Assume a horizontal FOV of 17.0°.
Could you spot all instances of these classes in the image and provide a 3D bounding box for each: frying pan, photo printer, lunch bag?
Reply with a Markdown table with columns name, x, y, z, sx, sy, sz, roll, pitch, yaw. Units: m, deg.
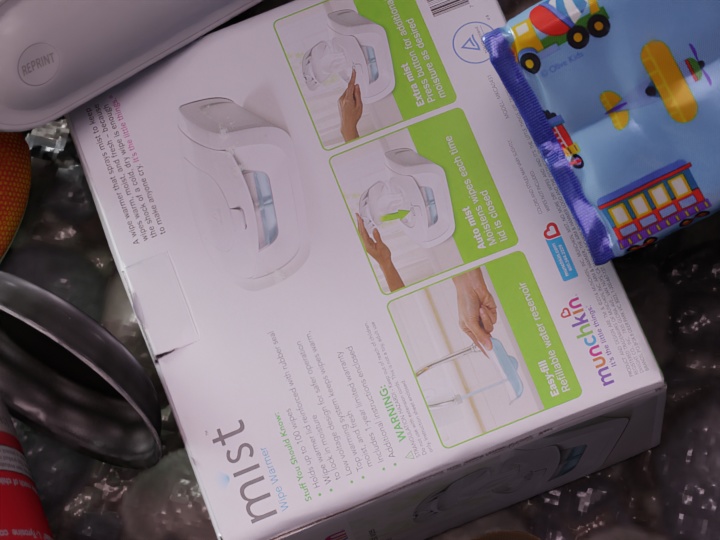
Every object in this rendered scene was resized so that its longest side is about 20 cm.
| name | x | y | z | sx | sy | sz | roll | pitch | yaw |
| --- | --- | --- | --- | --- | --- | --- | --- | --- | --- |
| frying pan | -0.153 | 0.019 | 0.915 | 0.189 | 0.115 | 0.031 | 28 | 67 | 13 |
| photo printer | -0.125 | -0.132 | 0.953 | 0.200 | 0.070 | 0.166 | -33 | 40 | -26 |
| lunch bag | 0.144 | -0.090 | 0.909 | 0.150 | 0.200 | 0.094 | -27 | 95 | 14 |

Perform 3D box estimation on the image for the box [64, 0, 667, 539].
| name | x | y | z | sx | sy | sz | roll | pitch | yaw |
| --- | --- | --- | --- | --- | --- | --- | --- | --- | --- |
| box | 0.000 | 0.000 | 0.936 | 0.176 | 0.097 | 0.201 | -22 | 71 | -1 |

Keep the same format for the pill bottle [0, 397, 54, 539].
| name | x | y | z | sx | sy | sz | roll | pitch | yaw |
| --- | --- | --- | --- | --- | --- | --- | --- | --- | --- |
| pill bottle | -0.155 | 0.149 | 0.892 | 0.112 | 0.112 | 0.201 | -22 | 70 | -2 |

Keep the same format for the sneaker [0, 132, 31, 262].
| name | x | y | z | sx | sy | sz | roll | pitch | yaw |
| --- | --- | --- | --- | --- | --- | --- | --- | --- | --- |
| sneaker | -0.204 | 0.002 | 0.954 | 0.073 | 0.077 | 0.200 | 44 | 61 | 7 |

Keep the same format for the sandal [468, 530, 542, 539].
| name | x | y | z | sx | sy | sz | roll | pitch | yaw |
| --- | --- | --- | --- | --- | --- | --- | --- | --- | --- |
| sandal | -0.011 | 0.172 | 0.898 | 0.211 | 0.070 | 0.078 | -25 | 62 | -27 |
